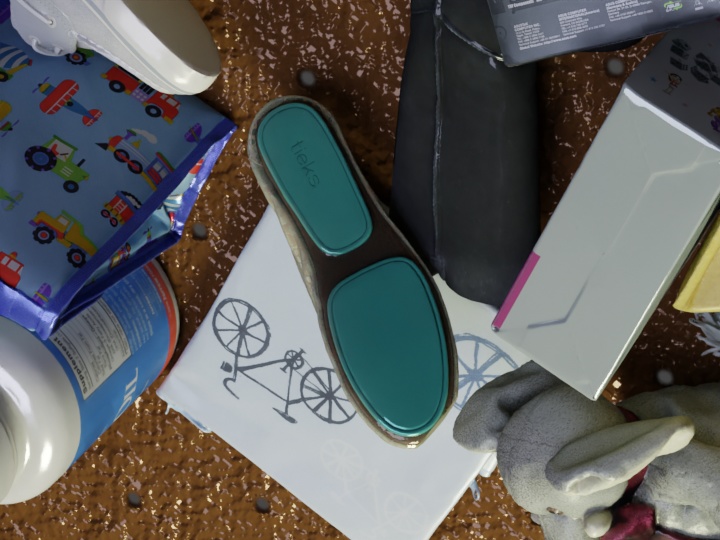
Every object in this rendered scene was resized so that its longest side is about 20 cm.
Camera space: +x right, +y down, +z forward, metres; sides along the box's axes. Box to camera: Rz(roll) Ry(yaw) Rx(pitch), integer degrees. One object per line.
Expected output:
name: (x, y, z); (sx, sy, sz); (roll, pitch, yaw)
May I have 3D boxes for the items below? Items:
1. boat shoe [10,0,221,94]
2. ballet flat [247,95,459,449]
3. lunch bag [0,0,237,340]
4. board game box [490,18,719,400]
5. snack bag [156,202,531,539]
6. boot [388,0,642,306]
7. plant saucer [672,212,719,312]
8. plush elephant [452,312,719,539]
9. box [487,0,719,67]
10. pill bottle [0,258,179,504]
boat shoe: (-0.162, -0.153, 1.413); (0.200, 0.072, 0.069); (40, 114, 2)
ballet flat: (0.000, 0.000, 1.392); (0.067, 0.062, 0.201); (-21, 79, -2)
lunch bag: (-0.183, -0.049, 1.405); (0.150, 0.200, 0.094); (34, 125, 7)
board game box: (0.147, -0.052, 1.243); (0.064, 0.200, 0.148); (33, 125, 7)
snack bag: (-0.001, 0.059, 1.483); (0.188, 0.021, 0.200); (37, 125, 5)
boot: (0.079, -0.070, 1.327); (0.165, 0.065, 0.201); (35, 129, 46)
plant saucer: (0.253, -0.036, 1.208); (0.199, 0.049, 0.200); (-3, 162, -5)
plush elephant: (0.137, 0.113, 1.353); (0.154, 0.165, 0.201); (-7, 100, -15)
box: (0.137, -0.186, 1.144); (0.199, 0.051, 0.158); (-12, 100, 28)
pill bottle: (-0.190, 0.060, 1.466); (0.112, 0.200, 0.113); (12, 120, 21)
